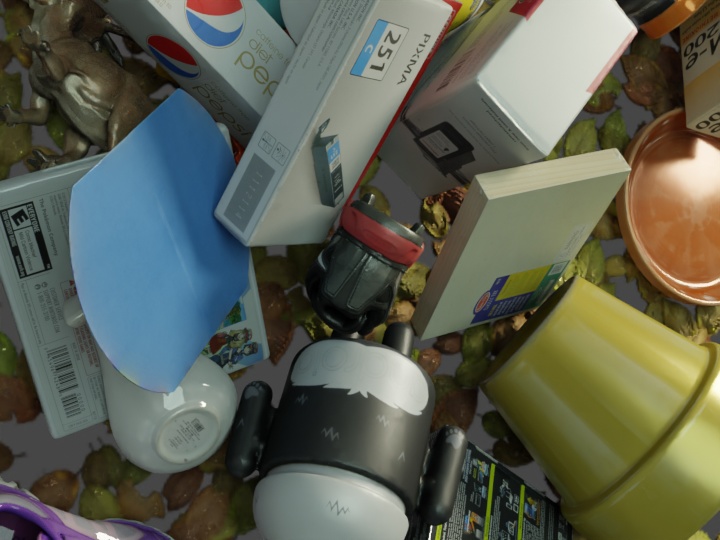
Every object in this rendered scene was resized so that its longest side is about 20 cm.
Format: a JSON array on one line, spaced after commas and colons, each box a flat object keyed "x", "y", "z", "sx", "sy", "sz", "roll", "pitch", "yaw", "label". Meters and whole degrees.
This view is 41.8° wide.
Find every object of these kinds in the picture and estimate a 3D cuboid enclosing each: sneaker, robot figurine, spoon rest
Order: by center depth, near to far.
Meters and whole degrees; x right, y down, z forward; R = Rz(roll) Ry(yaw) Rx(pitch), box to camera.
[{"x": -0.211, "y": 0.208, "z": 0.674, "sx": 0.199, "sy": 0.088, "sz": 0.081, "roll": 25, "pitch": 74, "yaw": -18, "label": "sneaker"}, {"x": -0.156, "y": 0.077, "z": 0.696, "sx": 0.099, "sy": 0.061, "sz": 0.201, "roll": -34, "pitch": 133, "yaw": -12, "label": "spoon rest"}, {"x": -0.010, "y": 0.134, "z": 0.731, "sx": 0.125, "sy": 0.149, "sz": 0.201, "roll": 45, "pitch": 47, "yaw": -38, "label": "robot figurine"}, {"x": 0.000, "y": 0.000, "z": 0.734, "sx": 0.070, "sy": 0.200, "sz": 0.098, "roll": 31, "pitch": 90, "yaw": 1, "label": "sneaker"}]

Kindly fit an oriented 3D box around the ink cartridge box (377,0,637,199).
[{"x": 0.107, "y": -0.151, "z": 0.783, "sx": 0.083, "sy": 0.200, "sz": 0.146, "roll": 43, "pitch": 70, "yaw": -15, "label": "ink cartridge box"}]

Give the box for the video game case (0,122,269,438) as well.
[{"x": -0.167, "y": 0.008, "z": 0.703, "sx": 0.181, "sy": 0.022, "sz": 0.202, "roll": -19, "pitch": 119, "yaw": -22, "label": "video game case"}]

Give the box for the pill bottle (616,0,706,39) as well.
[{"x": 0.250, "y": -0.321, "z": 0.909, "sx": 0.200, "sy": 0.106, "sz": 0.106, "roll": 47, "pitch": 70, "yaw": -10, "label": "pill bottle"}]

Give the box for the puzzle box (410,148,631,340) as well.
[{"x": 0.125, "y": -0.017, "z": 0.781, "sx": 0.132, "sy": 0.201, "sz": 0.026, "roll": -13, "pitch": 59, "yaw": -23, "label": "puzzle box"}]

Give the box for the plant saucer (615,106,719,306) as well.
[{"x": 0.341, "y": -0.064, "z": 0.954, "sx": 0.198, "sy": 0.032, "sz": 0.202, "roll": 2, "pitch": 83, "yaw": -21, "label": "plant saucer"}]

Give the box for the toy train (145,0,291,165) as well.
[{"x": -0.103, "y": -0.163, "z": 0.784, "sx": 0.150, "sy": 0.055, "sz": 0.201, "roll": 50, "pitch": 61, "yaw": -29, "label": "toy train"}]

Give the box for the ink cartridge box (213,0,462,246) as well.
[{"x": 0.001, "y": -0.113, "z": 0.687, "sx": 0.045, "sy": 0.201, "sz": 0.176, "roll": 40, "pitch": 24, "yaw": 23, "label": "ink cartridge box"}]

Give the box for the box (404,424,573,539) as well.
[{"x": 0.100, "y": 0.249, "z": 0.756, "sx": 0.160, "sy": 0.044, "sz": 0.201, "roll": 36, "pitch": 40, "yaw": -19, "label": "box"}]

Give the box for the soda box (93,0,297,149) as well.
[{"x": -0.101, "y": -0.164, "z": 0.709, "sx": 0.200, "sy": 0.063, "sz": 0.068, "roll": 44, "pitch": 65, "yaw": -31, "label": "soda box"}]

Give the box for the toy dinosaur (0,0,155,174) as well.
[{"x": -0.202, "y": -0.140, "z": 0.729, "sx": 0.201, "sy": 0.085, "sz": 0.136, "roll": 62, "pitch": 36, "yaw": -20, "label": "toy dinosaur"}]

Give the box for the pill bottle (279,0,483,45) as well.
[{"x": 0.022, "y": -0.232, "z": 0.763, "sx": 0.113, "sy": 0.112, "sz": 0.200, "roll": 58, "pitch": 38, "yaw": -6, "label": "pill bottle"}]

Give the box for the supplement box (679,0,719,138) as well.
[{"x": 0.381, "y": -0.245, "z": 0.923, "sx": 0.073, "sy": 0.126, "sz": 0.202, "roll": 11, "pitch": 67, "yaw": -20, "label": "supplement box"}]

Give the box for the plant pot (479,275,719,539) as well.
[{"x": 0.213, "y": 0.113, "z": 0.806, "sx": 0.189, "sy": 0.201, "sz": 0.201, "roll": 42, "pitch": 70, "yaw": 5, "label": "plant pot"}]

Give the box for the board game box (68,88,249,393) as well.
[{"x": -0.139, "y": -0.019, "z": 0.628, "sx": 0.200, "sy": 0.039, "sz": 0.159, "roll": -61, "pitch": 142, "yaw": -49, "label": "board game box"}]
